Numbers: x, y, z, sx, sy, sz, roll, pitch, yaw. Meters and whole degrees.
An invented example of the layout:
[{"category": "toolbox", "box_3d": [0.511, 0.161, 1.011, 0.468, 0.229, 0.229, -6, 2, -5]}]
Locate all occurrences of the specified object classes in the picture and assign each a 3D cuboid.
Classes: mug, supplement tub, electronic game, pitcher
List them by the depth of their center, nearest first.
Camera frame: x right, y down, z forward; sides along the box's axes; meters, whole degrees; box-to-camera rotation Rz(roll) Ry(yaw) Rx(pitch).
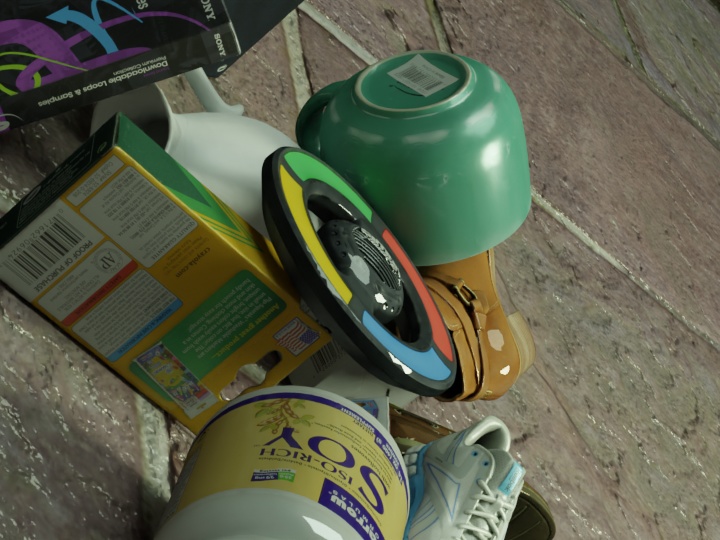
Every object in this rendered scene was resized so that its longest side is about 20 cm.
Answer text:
[{"category": "supplement tub", "box_3d": [-0.051, 0.171, 1.342, 0.145, 0.145, 0.200, 46, 21, -13]}, {"category": "electronic game", "box_3d": [0.000, 0.000, 1.537, 0.200, 0.042, 0.200, 48, 17, -20]}, {"category": "pitcher", "box_3d": [-0.112, -0.085, 1.637, 0.200, 0.121, 0.172, 26, 62, -50]}, {"category": "mug", "box_3d": [0.030, -0.092, 1.679, 0.152, 0.184, 0.115, -77, 162, -53]}]

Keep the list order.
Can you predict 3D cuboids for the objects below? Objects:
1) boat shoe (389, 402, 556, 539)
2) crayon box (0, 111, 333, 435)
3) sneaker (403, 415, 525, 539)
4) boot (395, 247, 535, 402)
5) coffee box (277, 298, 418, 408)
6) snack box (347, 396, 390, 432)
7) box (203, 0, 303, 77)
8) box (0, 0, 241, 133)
[{"category": "boat shoe", "box_3d": [0.075, 0.154, 1.728, 0.200, 0.072, 0.068, 33, 28, -38]}, {"category": "crayon box", "box_3d": [-0.130, 0.007, 1.481, 0.200, 0.126, 0.052, 42, 22, -23]}, {"category": "sneaker", "box_3d": [0.074, 0.166, 1.556, 0.075, 0.087, 0.200, 43, 24, -24]}, {"category": "boot", "box_3d": [0.048, 0.012, 1.707, 0.200, 0.077, 0.155, 63, 24, 5]}, {"category": "coffee box", "box_3d": [-0.026, 0.009, 1.750, 0.113, 0.080, 0.200, 24, 34, -53]}, {"category": "snack box", "box_3d": [-0.014, 0.152, 1.556, 0.200, 0.072, 0.024, -90, 176, -59]}, {"category": "box", "box_3d": [-0.126, -0.303, 1.902, 0.200, 0.198, 0.123, 59, 22, 18]}, {"category": "box", "box_3d": [-0.195, -0.176, 1.569, 0.036, 0.199, 0.143, 77, -7, -49]}]
